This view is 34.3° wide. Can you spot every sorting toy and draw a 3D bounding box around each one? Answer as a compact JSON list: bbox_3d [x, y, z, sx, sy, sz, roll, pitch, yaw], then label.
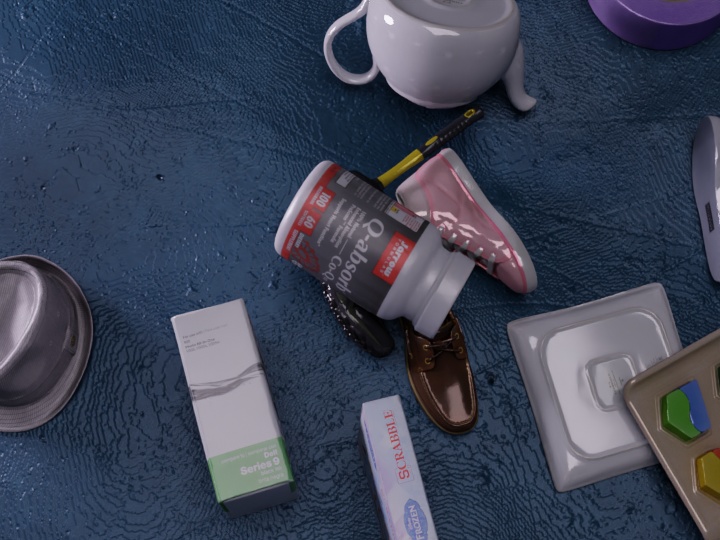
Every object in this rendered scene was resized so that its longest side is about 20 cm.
[{"bbox_3d":[0.409,0.175,1.289,0.183,0.037,0.202,-25,80,-18],"label":"sorting toy"}]

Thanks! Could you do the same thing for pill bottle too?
[{"bbox_3d":[0.017,-0.020,1.251,0.198,0.116,0.117,31,74,4],"label":"pill bottle"}]

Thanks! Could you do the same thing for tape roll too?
[{"bbox_3d":[0.383,-0.384,1.469,0.196,0.066,0.204,0,73,-1],"label":"tape roll"}]

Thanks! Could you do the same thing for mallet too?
[{"bbox_3d":[0.068,-0.124,1.342,0.198,0.041,0.066,-31,49,-8],"label":"mallet"}]

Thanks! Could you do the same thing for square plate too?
[{"bbox_3d":[0.287,0.127,1.327,0.195,0.028,0.203,-14,74,-5],"label":"square plate"}]

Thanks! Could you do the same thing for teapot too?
[{"bbox_3d":[0.089,-0.262,1.389,0.196,0.148,0.200,-23,50,-34],"label":"teapot"}]

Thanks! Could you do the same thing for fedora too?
[{"bbox_3d":[-0.392,0.071,1.294,0.174,0.090,0.203,18,73,4],"label":"fedora"}]

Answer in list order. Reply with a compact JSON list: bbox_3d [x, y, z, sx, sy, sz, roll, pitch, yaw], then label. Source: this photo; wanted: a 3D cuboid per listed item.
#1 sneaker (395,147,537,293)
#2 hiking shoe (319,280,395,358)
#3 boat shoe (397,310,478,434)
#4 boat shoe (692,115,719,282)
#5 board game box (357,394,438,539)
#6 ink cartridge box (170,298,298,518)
[{"bbox_3d":[0.114,-0.038,1.351,0.104,0.076,0.201,-31,72,-10],"label":"sneaker"},{"bbox_3d":[0.000,0.000,1.334,0.100,0.076,0.202,-28,75,-6],"label":"hiking shoe"},{"bbox_3d":[0.083,0.085,1.314,0.071,0.068,0.203,-15,74,-6],"label":"boat shoe"},{"bbox_3d":[0.441,-0.085,1.377,0.065,0.070,0.203,-2,73,-10],"label":"boat shoe"},{"bbox_3d":[0.042,0.247,1.194,0.040,0.200,0.203,-14,74,-6],"label":"board game box"},{"bbox_3d":[-0.133,0.149,1.247,0.083,0.146,0.203,-15,74,-6],"label":"ink cartridge box"}]
